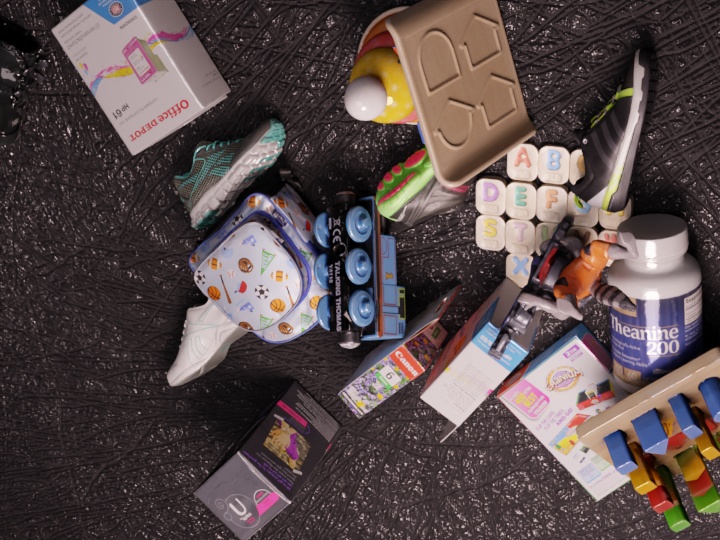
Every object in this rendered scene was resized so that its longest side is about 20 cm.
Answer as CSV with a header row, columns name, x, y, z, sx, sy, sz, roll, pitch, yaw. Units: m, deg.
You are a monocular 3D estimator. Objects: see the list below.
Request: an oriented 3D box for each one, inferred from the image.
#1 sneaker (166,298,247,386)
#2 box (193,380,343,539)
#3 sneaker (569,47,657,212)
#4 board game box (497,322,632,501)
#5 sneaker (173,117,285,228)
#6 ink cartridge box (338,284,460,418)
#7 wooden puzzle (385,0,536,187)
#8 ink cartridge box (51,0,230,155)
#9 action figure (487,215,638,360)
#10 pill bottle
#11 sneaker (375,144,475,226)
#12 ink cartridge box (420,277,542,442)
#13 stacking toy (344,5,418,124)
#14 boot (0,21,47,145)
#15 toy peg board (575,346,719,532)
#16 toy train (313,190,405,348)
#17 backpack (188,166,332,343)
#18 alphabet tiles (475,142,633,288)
name,x,y,z,sx,sy,sz,roll,pitch,yaw
sneaker,-0.231,0.097,1.690,0.081,0.070,0.200,51,121,12
box,-0.129,0.272,1.641,0.106,0.200,0.122,44,123,-2
sneaker,0.287,-0.161,1.325,0.082,0.072,0.203,17,114,19
board game box,0.303,0.189,1.509,0.200,0.040,0.153,46,123,-3
sneaker,-0.185,-0.147,1.544,0.200,0.077,0.092,-42,79,25
ink cartridge box,0.066,0.109,1.533,0.050,0.109,0.200,48,123,-5
wooden puzzle,0.112,-0.219,1.320,0.046,0.185,0.202,-6,112,47
ink cartridge box,-0.290,-0.278,1.517,0.144,0.085,0.201,-27,103,31
action figure,0.242,0.037,1.353,0.104,0.193,0.201,32,84,-4
pill bottle,0.354,0.041,1.373,0.110,0.111,0.203,1,115,23
sneaker,0.111,-0.124,1.435,0.199,0.077,0.084,-30,135,25
ink cartridge box,0.147,0.120,1.496,0.068,0.115,0.201,36,124,-2
stacking toy,0.035,-0.217,1.336,0.144,0.200,0.148,10,118,19
boot,-0.554,-0.288,1.634,0.197,0.074,0.163,28,124,1
toy peg board,0.399,0.215,1.368,0.199,0.099,0.199,-34,136,20
toy train,0.000,0.000,1.481,0.086,0.114,0.203,-8,81,41
backpack,-0.118,-0.003,1.543,0.190,0.155,0.200,43,121,-13
alphabet tiles,0.240,-0.061,1.432,0.197,0.015,0.198,8,117,20
